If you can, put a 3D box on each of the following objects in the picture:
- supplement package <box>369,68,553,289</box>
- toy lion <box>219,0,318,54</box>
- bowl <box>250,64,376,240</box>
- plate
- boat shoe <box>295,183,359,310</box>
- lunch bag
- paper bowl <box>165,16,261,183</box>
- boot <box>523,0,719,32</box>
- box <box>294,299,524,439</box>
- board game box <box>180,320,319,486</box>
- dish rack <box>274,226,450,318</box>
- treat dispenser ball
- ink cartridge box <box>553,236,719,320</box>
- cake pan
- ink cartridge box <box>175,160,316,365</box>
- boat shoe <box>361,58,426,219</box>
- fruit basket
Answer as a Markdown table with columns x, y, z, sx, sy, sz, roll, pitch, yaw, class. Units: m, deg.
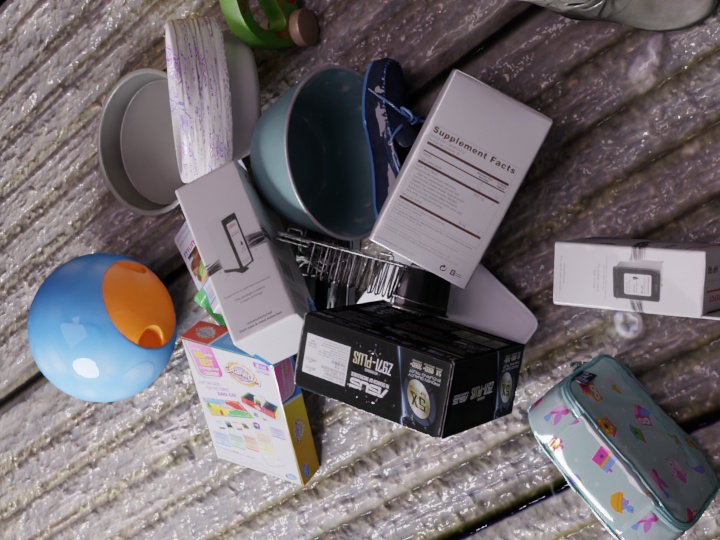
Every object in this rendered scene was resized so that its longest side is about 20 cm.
| x | y | z | sx | sy | sz | roll | pitch | yaw | class |
| --- | --- | --- | --- | --- | --- | --- | --- | --- | --- |
| 0.107 | -0.103 | 1.304 | 0.119 | 0.121 | 0.201 | 27 | 100 | -1 | supplement package |
| -0.138 | -0.369 | 1.446 | 0.068 | 0.191 | 0.202 | -5 | 92 | 35 | toy lion |
| -0.054 | -0.131 | 1.413 | 0.104 | 0.200 | 0.203 | -6 | 91 | 41 | bowl |
| 0.094 | 0.064 | 1.425 | 0.200 | 0.032 | 0.201 | 47 | 118 | 23 | plate |
| -0.049 | -0.008 | 1.495 | 0.073 | 0.068 | 0.201 | 9 | 99 | 33 | boat shoe |
| 0.273 | 0.181 | 1.239 | 0.200 | 0.160 | 0.077 | 51 | 125 | 13 | lunch bag |
| -0.182 | -0.213 | 1.494 | 0.201 | 0.103 | 0.203 | 173 | 90 | -78 | paper bowl |
| 0.254 | -0.281 | 1.219 | 0.199 | 0.130 | 0.068 | 7 | 99 | 34 | boot |
| 0.054 | 0.104 | 1.338 | 0.199 | 0.163 | 0.087 | 17 | 104 | 32 | box |
| -0.140 | 0.171 | 1.542 | 0.152 | 0.040 | 0.201 | 12 | 128 | 33 | board game box |
| 0.000 | 0.000 | 1.359 | 0.199 | 0.153 | 0.055 | 17 | 90 | 19 | dish rack |
| -0.350 | 0.077 | 1.632 | 0.200 | 0.200 | 0.203 | 4 | 97 | 34 | treat dispenser ball |
| 0.310 | 0.006 | 1.219 | 0.199 | 0.115 | 0.067 | 5 | 96 | 34 | ink cartridge box |
| -0.283 | -0.177 | 1.660 | 0.199 | 0.037 | 0.202 | 4 | 97 | 34 | cake pan |
| -0.125 | -0.006 | 1.397 | 0.084 | 0.146 | 0.201 | -26 | 71 | 6 | ink cartridge box |
| 0.053 | -0.149 | 1.404 | 0.068 | 0.084 | 0.202 | -4 | 99 | 39 | boat shoe |
| -0.175 | -0.030 | 1.566 | 0.186 | 0.093 | 0.201 | -52 | 59 | 33 | fruit basket |
